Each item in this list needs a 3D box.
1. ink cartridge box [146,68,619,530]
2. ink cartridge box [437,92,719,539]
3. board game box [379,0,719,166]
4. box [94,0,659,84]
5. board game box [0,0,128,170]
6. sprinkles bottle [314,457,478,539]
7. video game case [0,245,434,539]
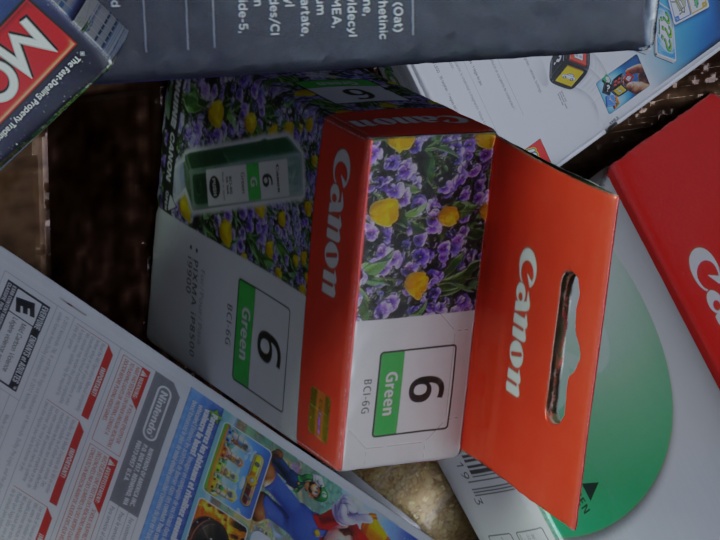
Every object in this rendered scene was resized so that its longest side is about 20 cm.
[{"bbox_3d":[0.000,0.000,0.852,0.050,0.200,0.109,-4,109,-30],"label":"ink cartridge box"},{"bbox_3d":[0.116,0.042,0.962,0.200,0.050,0.161,-34,100,-34],"label":"ink cartridge box"},{"bbox_3d":[0.046,-0.132,0.931,0.126,0.035,0.200,-35,121,-14],"label":"board game box"},{"bbox_3d":[-0.024,-0.126,0.792,0.200,0.148,0.104,-3,111,-6],"label":"box"},{"bbox_3d":[-0.158,-0.041,0.712,0.200,0.062,0.200,-38,107,27],"label":"board game box"},{"bbox_3d":[-0.019,0.122,0.966,0.200,0.068,0.068,-51,124,-6],"label":"sprinkles bottle"},{"bbox_3d":[-0.061,0.098,0.856,0.200,0.018,0.143,35,44,-19],"label":"video game case"}]
